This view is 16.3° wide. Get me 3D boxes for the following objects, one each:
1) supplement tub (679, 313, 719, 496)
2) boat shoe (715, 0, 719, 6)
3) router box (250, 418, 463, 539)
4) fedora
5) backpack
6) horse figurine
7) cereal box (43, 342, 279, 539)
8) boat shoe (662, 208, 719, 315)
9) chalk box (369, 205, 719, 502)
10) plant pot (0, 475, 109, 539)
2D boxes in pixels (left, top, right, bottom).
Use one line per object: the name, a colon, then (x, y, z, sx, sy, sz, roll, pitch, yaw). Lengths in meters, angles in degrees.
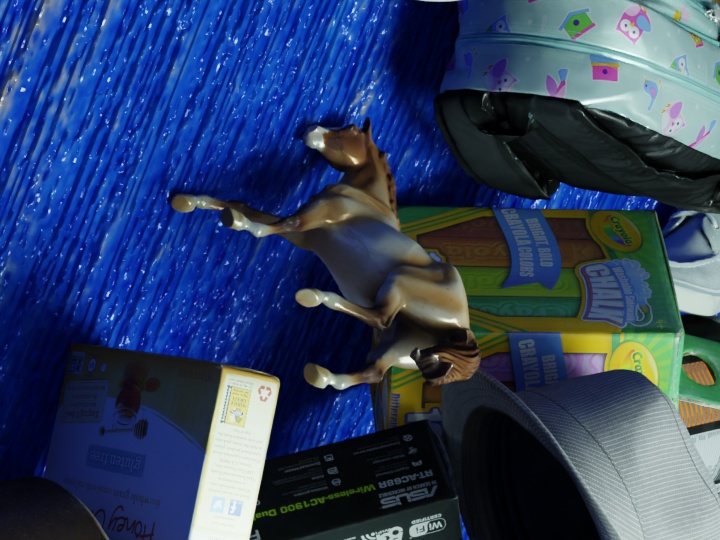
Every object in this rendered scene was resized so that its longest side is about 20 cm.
supplement tub: (0.169, 0.094, 1.569, 0.200, 0.122, 0.123, -5, 117, -51)
boat shoe: (0.186, -0.174, 1.456, 0.073, 0.062, 0.201, -21, 126, -53)
router box: (-0.043, 0.172, 1.310, 0.199, 0.062, 0.150, -14, 133, -6)
fedora: (0.121, 0.118, 1.263, 0.090, 0.177, 0.201, -26, 123, -21)
backpack: (0.123, -0.107, 1.356, 0.200, 0.166, 0.127, 22, 72, -55)
horse figurine: (0.000, 0.000, 1.234, 0.132, 0.200, 0.050, -3, 130, -42)
cereal box: (-0.108, 0.139, 1.169, 0.039, 0.144, 0.201, 16, 83, -35)
boat shoe: (0.217, -0.013, 1.618, 0.200, 0.070, 0.072, -3, 105, -57)
chalk box: (0.109, 0.048, 1.365, 0.199, 0.125, 0.124, 0, 123, -4)
plant pot: (-0.223, 0.192, 1.092, 0.199, 0.187, 0.188, -4, 117, -36)
